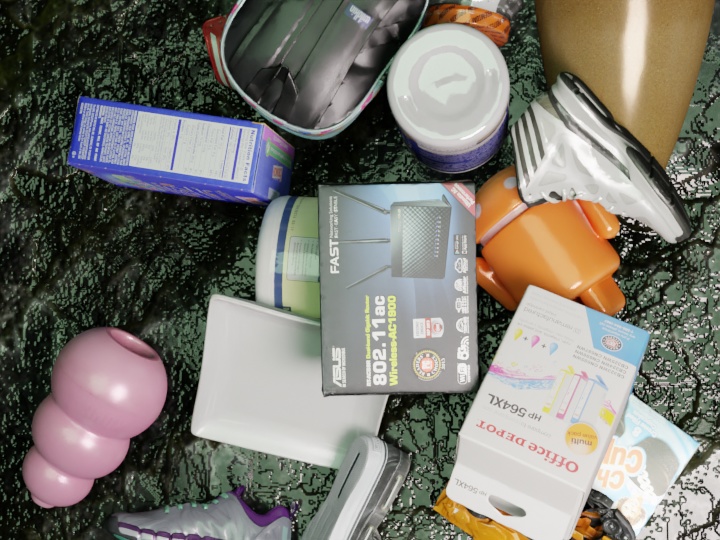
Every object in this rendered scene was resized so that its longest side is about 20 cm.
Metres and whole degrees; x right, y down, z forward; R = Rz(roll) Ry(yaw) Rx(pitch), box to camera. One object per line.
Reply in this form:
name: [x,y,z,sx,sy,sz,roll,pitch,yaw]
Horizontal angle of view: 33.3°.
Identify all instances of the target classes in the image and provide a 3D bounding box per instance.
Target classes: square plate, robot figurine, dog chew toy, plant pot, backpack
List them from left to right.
dog chew toy: [-0.292,0.163,1.282,0.124,0.124,0.201,32,96,10]
square plate: [-0.068,0.116,1.238,0.195,0.029,0.202,13,129,-2]
backpack: [-0.044,-0.238,1.218,0.176,0.151,0.201,33,87,-4]
robot figurine: [0.181,0.251,1.222,0.198,0.058,0.146,30,121,10]
robot figurine: [0.186,-0.025,1.240,0.116,0.144,0.201,-31,80,-22]
plant pot: [0.264,-0.195,1.232,0.183,0.186,0.203,2,101,7]

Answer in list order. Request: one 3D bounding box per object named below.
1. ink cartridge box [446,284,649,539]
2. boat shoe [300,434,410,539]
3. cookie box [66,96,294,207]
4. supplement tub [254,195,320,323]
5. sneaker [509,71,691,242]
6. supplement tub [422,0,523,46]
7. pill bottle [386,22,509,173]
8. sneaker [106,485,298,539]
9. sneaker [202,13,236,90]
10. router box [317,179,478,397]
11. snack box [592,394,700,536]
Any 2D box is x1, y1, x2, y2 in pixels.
ink cartridge box: [0.174,0.145,1.140,0.127,0.126,0.201,21,61,14]
boat shoe: [-0.008,0.270,1.254,0.070,0.072,0.202,22,104,-22]
cookie box: [-0.182,-0.120,1.271,0.197,0.171,0.076,9,88,7]
supplement tub: [0.000,0.000,1.246,0.197,0.145,0.147,4,84,8]
sneaker: [0.223,-0.084,1.169,0.115,0.076,0.201,-40,98,24]
supplement tub: [0.119,-0.346,1.281,0.121,0.123,0.203,5,84,8]
pill bottle: [0.093,-0.164,1.224,0.118,0.200,0.122,-1,83,7]
sneaker: [-0.167,0.268,1.286,0.197,0.075,0.089,13,69,1]
sneaker: [-0.113,-0.294,1.329,0.114,0.078,0.203,14,84,7]
router box: [0.034,0.016,1.136,0.147,0.062,0.203,-2,92,-1]
snack box: [0.236,0.167,1.252,0.199,0.037,0.117,35,90,9]
